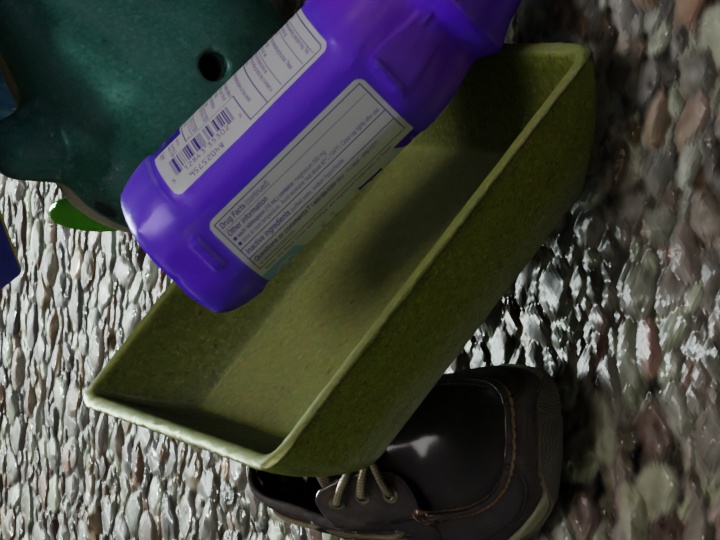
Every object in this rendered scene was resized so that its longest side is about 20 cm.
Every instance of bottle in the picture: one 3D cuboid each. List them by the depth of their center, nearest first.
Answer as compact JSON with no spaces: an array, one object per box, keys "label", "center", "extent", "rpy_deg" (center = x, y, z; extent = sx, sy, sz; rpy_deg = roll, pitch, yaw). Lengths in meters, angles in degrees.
[{"label":"bottle","center":[-0.004,-0.073,1.048],"extent":[0.200,0.065,0.084],"rpy_deg":[-44,16,5]}]

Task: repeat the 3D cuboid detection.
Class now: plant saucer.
[{"label":"plant saucer","center":[0.000,0.000,1.069],"extent":[0.200,0.048,0.200],"rpy_deg":[-52,23,-12]}]

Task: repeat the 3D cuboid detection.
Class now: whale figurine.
[{"label":"whale figurine","center":[-0.112,-0.107,1.235],"extent":[0.159,0.200,0.104],"rpy_deg":[-52,15,-22]}]

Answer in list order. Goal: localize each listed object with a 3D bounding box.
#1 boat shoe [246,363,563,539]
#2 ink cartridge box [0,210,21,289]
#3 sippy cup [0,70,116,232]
[{"label":"boat shoe","center":[0.013,0.080,1.091],"extent":[0.200,0.073,0.075],"rpy_deg":[154,115,-62]},{"label":"ink cartridge box","center":[-0.208,-0.082,1.241],"extent":[0.200,0.047,0.198],"rpy_deg":[55,165,38]},{"label":"sippy cup","center":[-0.140,-0.118,1.359],"extent":[0.178,0.130,0.140],"rpy_deg":[-118,39,-47]}]
